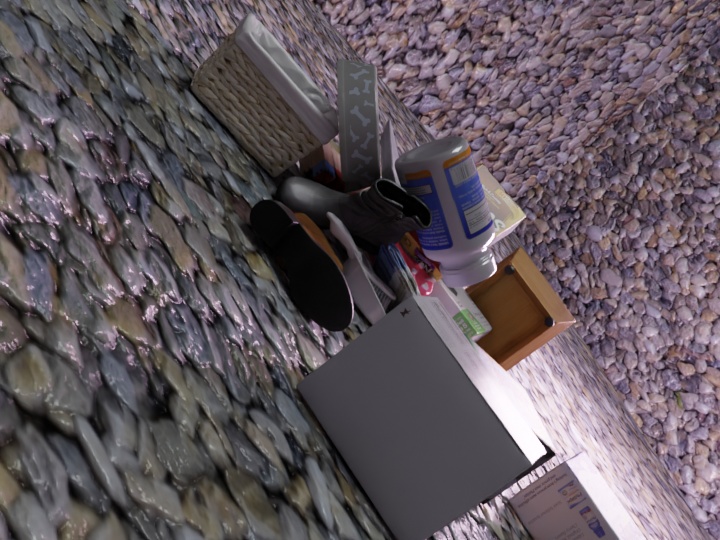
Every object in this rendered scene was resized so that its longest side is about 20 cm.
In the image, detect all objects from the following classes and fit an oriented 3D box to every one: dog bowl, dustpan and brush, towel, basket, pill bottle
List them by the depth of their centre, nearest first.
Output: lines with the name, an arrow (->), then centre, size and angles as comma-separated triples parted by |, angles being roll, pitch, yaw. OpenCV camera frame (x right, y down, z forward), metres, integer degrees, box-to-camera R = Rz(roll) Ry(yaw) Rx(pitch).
dustpan and brush -> 0.000, 0.000, 1.418 | 0.200, 0.057, 0.140 | 46, 14, -26
towel -> 0.078, 0.062, 1.451 | 0.201, 0.024, 0.147 | 61, -11, 10
pill bottle -> 0.130, -0.082, 1.459 | 0.112, 0.111, 0.201 | -86, 157, -71
basket -> -0.140, -0.251, 1.470 | 0.200, 0.123, 0.136 | 46, 15, -21
dog bowl -> -0.001, -0.215, 1.501 | 0.200, 0.058, 0.202 | -1, 90, -88

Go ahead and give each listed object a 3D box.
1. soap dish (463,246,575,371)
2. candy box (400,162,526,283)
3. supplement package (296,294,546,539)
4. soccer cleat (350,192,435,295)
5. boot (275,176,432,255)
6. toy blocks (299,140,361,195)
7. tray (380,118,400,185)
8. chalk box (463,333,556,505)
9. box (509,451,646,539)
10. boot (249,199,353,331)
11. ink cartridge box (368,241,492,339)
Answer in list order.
soap dish -> 0.239, 0.082, 1.720 | 0.158, 0.200, 0.081 | 55, 19, 10
candy box -> 0.157, -0.078, 1.602 | 0.200, 0.056, 0.117 | -32, 79, -35
supplement package -> 0.063, 0.151, 1.025 | 0.200, 0.155, 0.111 | 55, 13, 13
soccer cleat -> 0.033, -0.028, 1.552 | 0.200, 0.076, 0.067 | 52, 32, 2
boot -> -0.007, -0.098, 1.405 | 0.199, 0.132, 0.070 | 21, 62, -22
toy blocks -> -0.030, -0.129, 1.625 | 0.200, 0.100, 0.137 | 39, 29, -37
tray -> 0.048, -0.146, 1.528 | 0.200, 0.022, 0.108 | -89, 168, -61
chalk box -> 0.130, 0.177, 1.259 | 0.200, 0.124, 0.124 | 43, 16, -37
box -> 0.326, 0.375, 1.442 | 0.201, 0.105, 0.184 | 56, 14, 16
boot -> -0.058, -0.002, 1.283 | 0.188, 0.068, 0.200 | 47, 5, 10
ink cartridge box -> 0.114, 0.043, 1.642 | 0.200, 0.084, 0.145 | 54, 13, 10
